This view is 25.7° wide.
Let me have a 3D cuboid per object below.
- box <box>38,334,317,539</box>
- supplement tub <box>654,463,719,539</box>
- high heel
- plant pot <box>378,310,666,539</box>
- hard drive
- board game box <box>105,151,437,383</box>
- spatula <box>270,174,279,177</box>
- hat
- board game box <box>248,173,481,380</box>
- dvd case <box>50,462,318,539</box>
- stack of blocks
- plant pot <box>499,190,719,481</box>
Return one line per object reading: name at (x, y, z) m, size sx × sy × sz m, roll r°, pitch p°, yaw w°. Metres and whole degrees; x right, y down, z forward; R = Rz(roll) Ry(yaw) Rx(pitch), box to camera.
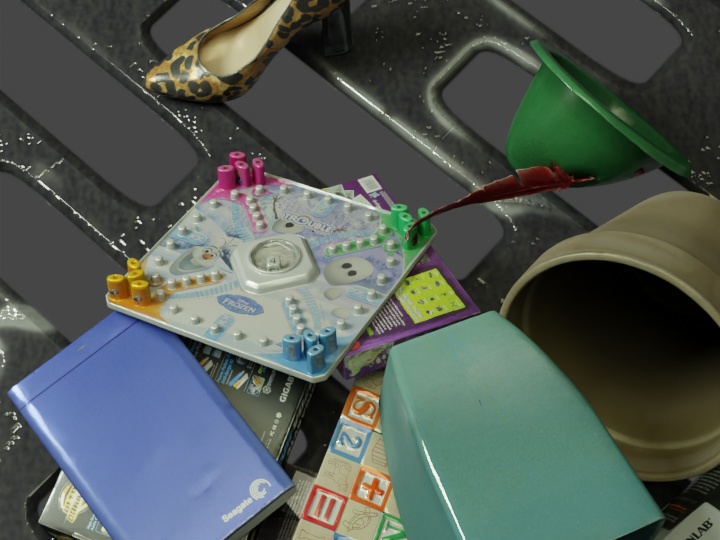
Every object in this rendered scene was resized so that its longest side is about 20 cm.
box at (-0.138, 0.138, 1.238) m, size 0.157 × 0.046 × 0.202 m, roll 17°, pitch 69°, yaw 9°
supplement tub at (0.299, 0.191, 1.168) m, size 0.200 × 0.123 × 0.123 m, roll -39°, pitch 69°, yaw -13°
high heel at (-0.102, -0.216, 1.363) m, size 0.198 × 0.143 × 0.072 m, roll -17°, pitch 66°, yaw -5°
plant pot at (0.096, 0.144, 1.138) m, size 0.140 × 0.142 × 0.201 m, roll -18°, pitch 61°, yaw -17°
hard drive at (-0.160, 0.130, 1.203) m, size 0.132 × 0.025 × 0.200 m, roll -37°, pitch 70°, yaw -12°
board game box at (-0.069, -0.011, 1.250) m, size 0.198 × 0.026 × 0.200 m, roll 18°, pitch 44°, yaw 23°
spatula at (-0.110, 0.004, 1.329) m, size 0.056 × 0.021 × 0.201 m, roll 19°, pitch 70°, yaw 13°
hat at (0.148, -0.078, 1.321) m, size 0.176 × 0.199 × 0.166 m, roll -51°, pitch 25°, yaw 15°
board game box at (0.000, 0.000, 1.273) m, size 0.119 × 0.033 × 0.200 m, roll -14°, pitch 42°, yaw -20°
dvd case at (-0.135, 0.203, 1.245) m, size 0.198 × 0.016 × 0.150 m, roll 18°, pitch 68°, yaw 10°
stack of blocks at (0.029, 0.156, 1.226) m, size 0.114 × 0.059 × 0.201 m, roll 20°, pitch 65°, yaw 3°
plant pot at (0.229, 0.031, 1.211) m, size 0.199 × 0.201 × 0.174 m, roll 28°, pitch 43°, yaw 15°
